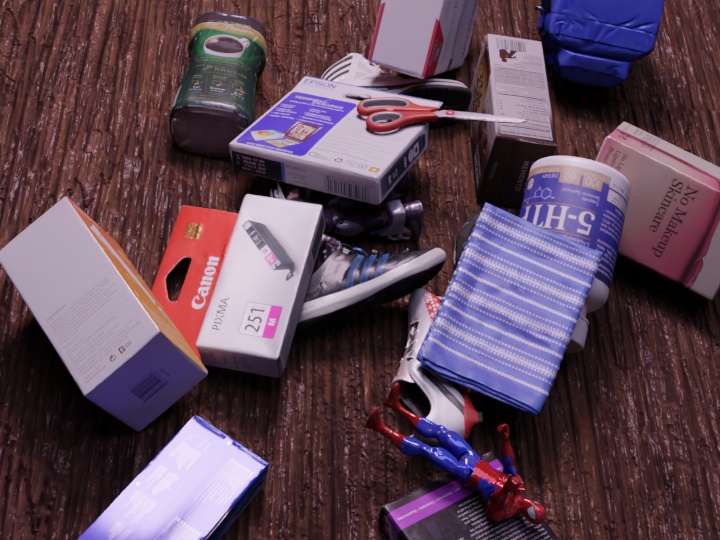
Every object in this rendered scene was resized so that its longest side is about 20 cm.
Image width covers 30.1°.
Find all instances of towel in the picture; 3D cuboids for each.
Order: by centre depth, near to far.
[{"bbox_3d":[0.159,0.039,1.424,0.144,0.024,0.202,23,72,5],"label":"towel"}]

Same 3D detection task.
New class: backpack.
[{"bbox_3d":[0.316,-0.344,1.850,0.161,0.170,0.200,16,14,-4],"label":"backpack"}]

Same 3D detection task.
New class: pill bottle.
[{"bbox_3d":[0.230,-0.016,1.519,0.118,0.120,0.202,14,75,0],"label":"pill bottle"}]

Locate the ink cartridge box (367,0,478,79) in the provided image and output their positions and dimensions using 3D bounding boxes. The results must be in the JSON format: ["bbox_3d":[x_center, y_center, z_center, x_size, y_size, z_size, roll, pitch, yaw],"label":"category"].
[{"bbox_3d":[0.090,-0.338,1.747,0.083,0.147,0.200,17,17,14],"label":"ink cartridge box"}]

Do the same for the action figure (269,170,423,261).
[{"bbox_3d":[-0.027,-0.060,1.575,0.198,0.070,0.131,-12,59,-18],"label":"action figure"}]

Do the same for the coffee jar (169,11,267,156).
[{"bbox_3d":[-0.175,-0.239,1.684,0.103,0.086,0.201,8,48,-2],"label":"coffee jar"}]

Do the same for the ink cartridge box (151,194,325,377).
[{"bbox_3d":[-0.143,0.007,1.448,0.171,0.044,0.202,9,58,10],"label":"ink cartridge box"}]

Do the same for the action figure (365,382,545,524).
[{"bbox_3d":[0.106,0.175,1.321,0.199,0.099,0.065,36,50,11],"label":"action figure"}]

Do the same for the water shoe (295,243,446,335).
[{"bbox_3d":[0.000,0.000,1.492,0.198,0.072,0.079,-22,72,-16],"label":"water shoe"}]

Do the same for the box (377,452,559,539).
[{"bbox_3d":[0.129,0.288,1.315,0.142,0.036,0.200,-20,55,-28],"label":"box"}]

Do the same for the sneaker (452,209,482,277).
[{"bbox_3d":[0.141,-0.011,1.550,0.066,0.091,0.201,16,47,0],"label":"sneaker"}]

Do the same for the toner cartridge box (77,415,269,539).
[{"bbox_3d":[-0.182,0.237,1.279,0.094,0.043,0.200,32,49,14],"label":"toner cartridge box"}]

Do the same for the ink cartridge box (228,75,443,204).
[{"bbox_3d":[-0.025,-0.161,1.613,0.196,0.044,0.200,14,38,22],"label":"ink cartridge box"}]

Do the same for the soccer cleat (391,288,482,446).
[{"bbox_3d":[0.069,0.102,1.449,0.084,0.069,0.202,0,53,-19],"label":"soccer cleat"}]

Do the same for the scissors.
[{"bbox_3d":[0.095,-0.191,1.605,0.197,0.014,0.073,-4,33,-3],"label":"scissors"}]

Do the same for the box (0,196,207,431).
[{"bbox_3d":[-0.262,0.045,1.359,0.097,0.125,0.200,-39,62,-1],"label":"box"}]

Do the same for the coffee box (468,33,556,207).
[{"bbox_3d":[0.191,-0.191,1.712,0.079,0.114,0.201,7,48,-7],"label":"coffee box"}]

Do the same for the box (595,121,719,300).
[{"bbox_3d":[0.369,-0.074,1.619,0.199,0.129,0.109,28,23,13],"label":"box"}]

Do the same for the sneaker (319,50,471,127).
[{"bbox_3d":[0.041,-0.248,1.752,0.198,0.076,0.116,-6,52,-15],"label":"sneaker"}]
